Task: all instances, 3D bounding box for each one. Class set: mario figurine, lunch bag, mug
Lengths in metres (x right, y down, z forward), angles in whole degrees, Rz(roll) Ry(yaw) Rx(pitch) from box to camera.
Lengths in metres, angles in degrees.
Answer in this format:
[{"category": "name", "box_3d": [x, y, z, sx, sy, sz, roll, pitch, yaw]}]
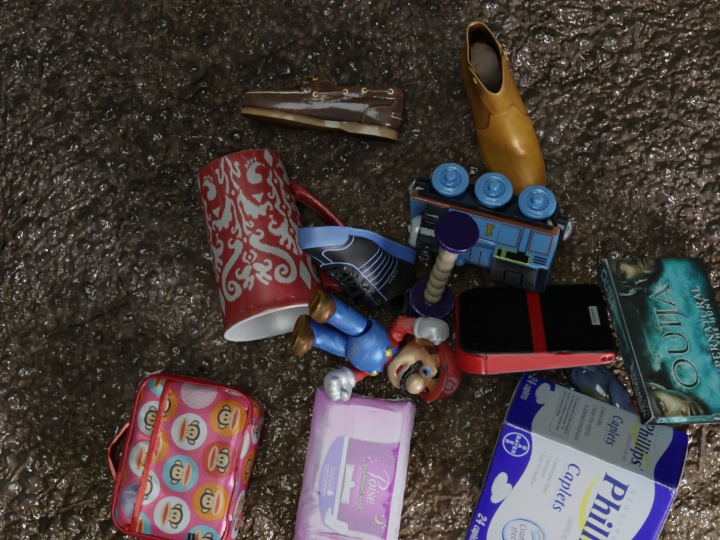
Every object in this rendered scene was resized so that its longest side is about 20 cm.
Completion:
[{"category": "mario figurine", "box_3d": [0.025, 0.098, 1.617, 0.199, 0.123, 0.107, 22, 67, -14]}, {"category": "lunch bag", "box_3d": [-0.216, 0.225, 1.703, 0.174, 0.082, 0.202, 10, 82, 12]}, {"category": "mug", "box_3d": [-0.107, -0.032, 1.718, 0.133, 0.177, 0.202, -29, 71, 42]}]

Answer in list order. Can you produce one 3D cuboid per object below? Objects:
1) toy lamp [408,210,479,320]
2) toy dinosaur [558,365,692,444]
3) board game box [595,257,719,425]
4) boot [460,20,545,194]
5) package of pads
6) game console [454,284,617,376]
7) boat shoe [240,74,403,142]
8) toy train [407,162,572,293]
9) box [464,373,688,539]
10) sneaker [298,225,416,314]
[{"category": "toy lamp", "box_3d": [0.092, 0.007, 1.636, 0.058, 0.200, 0.059, 4, 61, -8]}, {"category": "toy dinosaur", "box_3d": [0.265, 0.135, 1.676, 0.105, 0.199, 0.183, -41, 52, 42]}, {"category": "board game box", "box_3d": [0.354, 0.078, 1.619, 0.134, 0.028, 0.202, 0, 60, -22]}, {"category": "boot", "box_3d": [0.163, -0.183, 1.678, 0.070, 0.144, 0.203, -21, 80, 4]}, {"category": "package of pads", "box_3d": [-0.006, 0.241, 1.674, 0.119, 0.076, 0.202, 7, 83, 9]}, {"category": "game console", "box_3d": [0.194, 0.065, 1.622, 0.175, 0.200, 0.031, -1, 112, 4]}, {"category": "boat shoe", "box_3d": [-0.045, -0.204, 1.745, 0.198, 0.070, 0.071, 8, 90, -1]}, {"category": "toy train", "box_3d": [0.146, -0.051, 1.680, 0.198, 0.087, 0.115, 15, 64, 8]}, {"category": "box", "box_3d": [0.238, 0.245, 1.589, 0.198, 0.105, 0.185, 20, 122, 9]}, {"category": "sneaker", "box_3d": [0.000, 0.000, 1.653, 0.070, 0.199, 0.079, -5, 76, 39]}]
